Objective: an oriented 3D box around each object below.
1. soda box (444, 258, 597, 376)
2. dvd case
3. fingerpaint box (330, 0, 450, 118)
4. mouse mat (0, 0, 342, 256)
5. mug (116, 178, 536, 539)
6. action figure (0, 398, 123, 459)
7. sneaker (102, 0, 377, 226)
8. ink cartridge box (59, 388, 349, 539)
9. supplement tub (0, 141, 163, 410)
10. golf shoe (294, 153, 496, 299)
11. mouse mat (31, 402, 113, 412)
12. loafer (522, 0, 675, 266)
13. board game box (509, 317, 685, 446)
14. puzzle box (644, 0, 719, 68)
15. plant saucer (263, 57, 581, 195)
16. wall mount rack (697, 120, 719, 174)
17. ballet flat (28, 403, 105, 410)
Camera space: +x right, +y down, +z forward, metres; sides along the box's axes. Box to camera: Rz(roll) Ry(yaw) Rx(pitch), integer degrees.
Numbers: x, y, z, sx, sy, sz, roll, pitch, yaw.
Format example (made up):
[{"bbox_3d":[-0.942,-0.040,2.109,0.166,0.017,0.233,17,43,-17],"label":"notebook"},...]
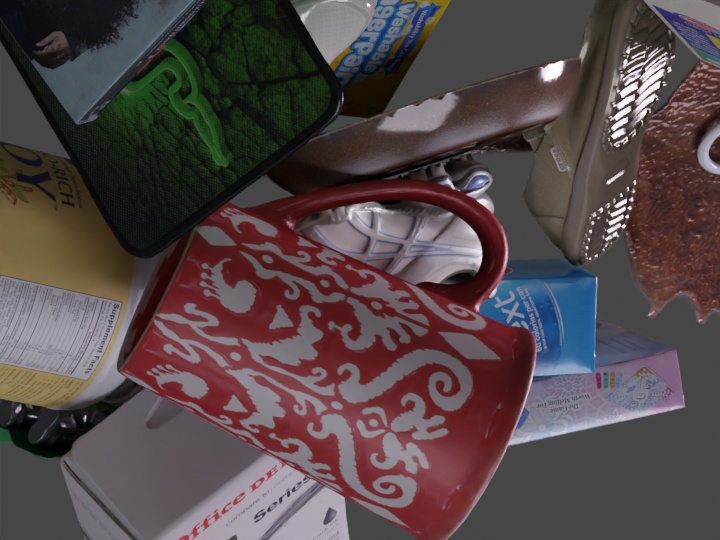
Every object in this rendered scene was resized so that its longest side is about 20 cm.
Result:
[{"bbox_3d":[0.043,0.032,1.540,0.199,0.068,0.065,-3,101,-13],"label":"soda box"},{"bbox_3d":[-0.118,-0.189,1.218,0.200,0.146,0.022,-41,170,29],"label":"dvd case"},{"bbox_3d":[-0.030,-0.176,1.324,0.166,0.074,0.200,4,140,-28],"label":"fingerpaint box"},{"bbox_3d":[-0.112,-0.125,1.254,0.161,0.201,0.008,-35,172,31],"label":"mouse mat"},{"bbox_3d":[-0.017,0.034,1.365,0.199,0.178,0.134,26,139,-10],"label":"mug"},{"bbox_3d":[-0.144,0.110,1.567,0.200,0.118,0.055,20,95,-51],"label":"action figure"},{"bbox_3d":[-0.067,-0.088,1.297,0.200,0.081,0.075,-34,139,27],"label":"sneaker"},{"bbox_3d":[-0.089,0.140,1.491,0.145,0.084,0.200,-38,155,-18],"label":"ink cartridge box"},{"bbox_3d":[-0.204,0.001,1.426,0.199,0.146,0.145,13,135,-36],"label":"supplement tub"},{"bbox_3d":[0.000,0.000,1.449,0.199,0.098,0.078,-16,-179,-25],"label":"golf shoe"},{"bbox_3d":[-0.122,0.038,1.576,0.199,0.008,0.162,-9,128,1],"label":"mouse mat"},{"bbox_3d":[0.137,-0.094,1.510,0.076,0.068,0.201,-33,144,-44],"label":"loafer"},{"bbox_3d":[0.093,0.080,1.650,0.198,0.044,0.200,-13,-174,-7],"label":"board game box"},{"bbox_3d":[0.245,-0.125,1.390,0.026,0.199,0.133,-59,142,-3],"label":"puzzle box"},{"bbox_3d":[0.037,-0.078,1.430,0.199,0.032,0.200,-17,180,0],"label":"plant saucer"},{"bbox_3d":[0.324,-0.058,1.635,0.199,0.075,0.174,-12,145,-7],"label":"wall mount rack"},{"bbox_3d":[-0.124,0.057,1.615,0.199,0.057,0.067,-20,147,3],"label":"ballet flat"}]
